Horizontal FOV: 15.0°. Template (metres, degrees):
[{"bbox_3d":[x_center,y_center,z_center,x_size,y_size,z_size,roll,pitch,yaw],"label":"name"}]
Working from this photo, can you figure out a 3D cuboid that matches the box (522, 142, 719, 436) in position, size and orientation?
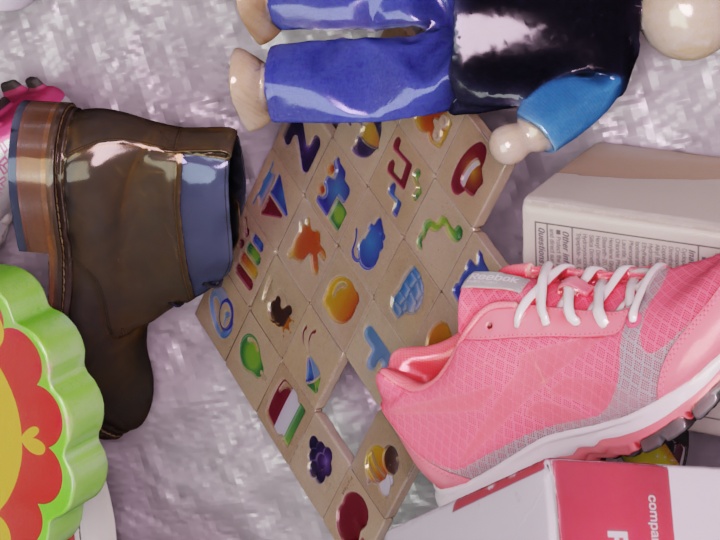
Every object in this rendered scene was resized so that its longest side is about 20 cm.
[{"bbox_3d":[0.169,0.014,1.074,0.199,0.078,0.095,10,115,27],"label":"box"}]

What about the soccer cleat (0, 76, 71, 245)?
[{"bbox_3d":[-0.190,-0.025,1.282,0.200,0.070,0.086,-23,106,41],"label":"soccer cleat"}]

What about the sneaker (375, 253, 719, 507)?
[{"bbox_3d":[0.079,0.030,1.034,0.087,0.074,0.200,49,128,-7],"label":"sneaker"}]

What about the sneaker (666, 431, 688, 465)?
[{"bbox_3d":[0.055,0.125,1.165,0.076,0.115,0.200,46,125,6],"label":"sneaker"}]

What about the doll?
[{"bbox_3d":[0.050,-0.103,1.088,0.199,0.048,0.137,-2,67,13],"label":"doll"}]

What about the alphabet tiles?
[{"bbox_3d":[0.000,0.000,1.163,0.167,0.008,0.200,56,132,37],"label":"alphabet tiles"}]

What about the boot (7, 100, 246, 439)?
[{"bbox_3d":[-0.092,0.008,1.218,0.096,0.075,0.200,1,138,10],"label":"boot"}]

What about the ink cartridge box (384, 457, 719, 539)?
[{"bbox_3d":[0.128,0.127,1.012,0.147,0.199,0.083,145,126,-62],"label":"ink cartridge box"}]

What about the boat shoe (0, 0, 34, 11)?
[{"bbox_3d":[-0.192,-0.210,1.203,0.068,0.072,0.200,-37,82,37],"label":"boat shoe"}]

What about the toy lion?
[{"bbox_3d":[-0.200,0.084,1.218,0.191,0.069,0.201,16,112,25],"label":"toy lion"}]

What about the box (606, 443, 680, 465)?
[{"bbox_3d":[0.111,0.173,1.132,0.136,0.038,0.200,-35,104,-3],"label":"box"}]

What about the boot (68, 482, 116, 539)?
[{"bbox_3d":[-0.192,0.150,1.299,0.072,0.144,0.201,-141,44,-59],"label":"boot"}]
